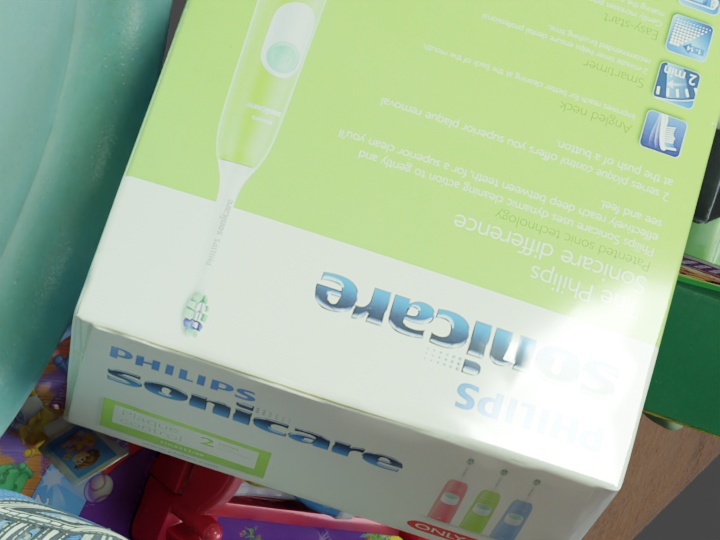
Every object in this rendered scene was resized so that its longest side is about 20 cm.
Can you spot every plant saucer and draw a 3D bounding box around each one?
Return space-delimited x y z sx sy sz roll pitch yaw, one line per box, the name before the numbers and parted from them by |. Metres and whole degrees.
plant saucer | -0.101 -0.028 0.661 0.200 0.027 0.200 20 90 -76

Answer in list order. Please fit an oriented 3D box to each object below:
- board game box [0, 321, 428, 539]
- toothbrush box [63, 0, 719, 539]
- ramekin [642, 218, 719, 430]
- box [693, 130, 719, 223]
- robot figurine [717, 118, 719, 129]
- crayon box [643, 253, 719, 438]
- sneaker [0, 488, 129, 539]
board game box | -0.016 0.058 0.828 0.200 0.039 0.158 -34 128 -14
toothbrush box | 0.018 -0.038 0.763 0.086 0.146 0.200 110 -3 -66
ramekin | 0.153 -0.027 1.431 0.200 0.098 0.200 21 90 -75
box | 0.129 -0.133 1.151 0.106 0.122 0.200 -17 126 -73
robot figurine | 0.113 -0.126 1.040 0.113 0.170 0.200 26 113 -43
crayon box | 0.108 0.015 1.179 0.200 0.172 0.058 -2 112 -74
sneaker | -0.071 0.107 0.771 0.077 0.085 0.200 -49 159 -15
